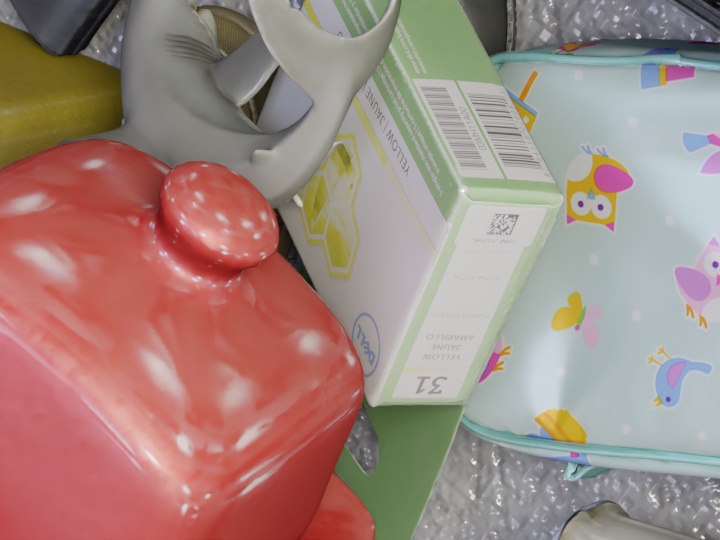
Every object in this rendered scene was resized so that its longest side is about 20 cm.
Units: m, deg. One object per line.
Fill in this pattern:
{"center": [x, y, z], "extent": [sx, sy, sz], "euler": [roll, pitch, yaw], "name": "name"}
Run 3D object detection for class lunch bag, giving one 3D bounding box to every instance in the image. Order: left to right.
{"center": [0.123, -0.001, 1.072], "extent": [0.199, 0.077, 0.161], "euler": [5, 99, 30], "name": "lunch bag"}

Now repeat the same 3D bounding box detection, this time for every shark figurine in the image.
{"center": [-0.061, -0.051, 1.072], "extent": [0.214, 0.089, 0.129], "euler": [-165, 78, -65], "name": "shark figurine"}

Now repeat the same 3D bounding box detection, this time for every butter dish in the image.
{"center": [-0.078, 0.026, 0.996], "extent": [0.200, 0.199, 0.148], "euler": [42, 122, 9], "name": "butter dish"}

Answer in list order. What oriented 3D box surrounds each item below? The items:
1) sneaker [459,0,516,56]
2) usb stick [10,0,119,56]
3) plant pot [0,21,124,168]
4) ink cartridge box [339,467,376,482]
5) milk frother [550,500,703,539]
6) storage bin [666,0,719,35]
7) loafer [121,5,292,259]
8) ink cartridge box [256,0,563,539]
{"center": [0.000, -0.148, 1.125], "extent": [0.074, 0.088, 0.201], "euler": [-16, 88, 28], "name": "sneaker"}
{"center": [-0.090, -0.153, 1.165], "extent": [0.200, 0.033, 0.056], "euler": [-46, 64, 50], "name": "usb stick"}
{"center": [-0.231, -0.009, 1.220], "extent": [0.199, 0.176, 0.201], "euler": [23, 106, 26], "name": "plant pot"}
{"center": [-0.052, 0.168, 1.120], "extent": [0.083, 0.200, 0.146], "euler": [-22, 84, 33], "name": "ink cartridge box"}
{"center": [0.128, 0.197, 1.020], "extent": [0.188, 0.200, 0.181], "euler": [14, 106, 29], "name": "milk frother"}
{"center": [0.150, -0.148, 0.983], "extent": [0.200, 0.093, 0.136], "euler": [44, 118, 54], "name": "storage bin"}
{"center": [-0.072, -0.005, 1.190], "extent": [0.076, 0.067, 0.201], "euler": [11, 100, 29], "name": "loafer"}
{"center": [0.000, 0.000, 1.095], "extent": [0.200, 0.048, 0.146], "euler": [-66, 34, 36], "name": "ink cartridge box"}
